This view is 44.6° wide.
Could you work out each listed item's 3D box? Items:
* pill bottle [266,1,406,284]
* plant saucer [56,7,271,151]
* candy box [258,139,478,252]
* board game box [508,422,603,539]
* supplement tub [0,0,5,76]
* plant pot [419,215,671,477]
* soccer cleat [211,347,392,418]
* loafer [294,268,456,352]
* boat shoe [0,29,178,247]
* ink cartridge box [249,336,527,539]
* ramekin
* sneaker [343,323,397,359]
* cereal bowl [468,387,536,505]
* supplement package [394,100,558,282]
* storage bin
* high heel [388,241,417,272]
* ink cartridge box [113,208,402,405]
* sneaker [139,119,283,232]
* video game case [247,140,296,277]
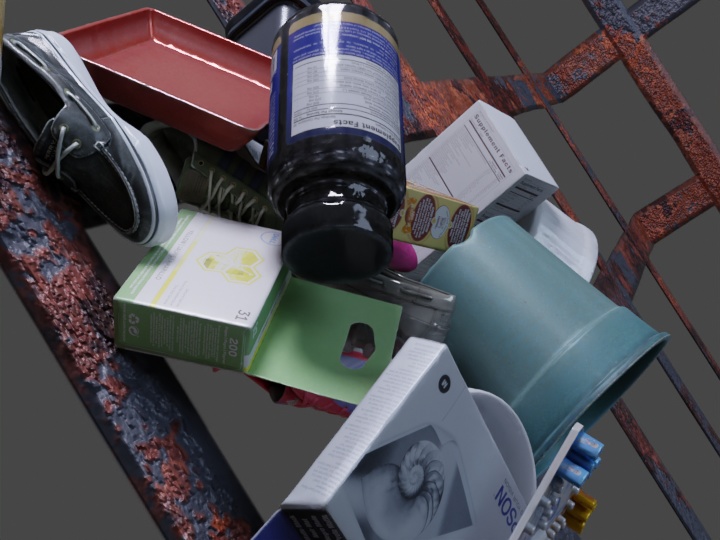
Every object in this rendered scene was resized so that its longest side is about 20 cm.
[{"bbox_3d":[-0.019,-0.099,0.691,0.111,0.110,0.204,29,50,-43],"label":"pill bottle"},{"bbox_3d":[-0.152,-0.173,0.792,0.196,0.037,0.200,22,27,5],"label":"plant saucer"},{"bbox_3d":[0.007,-0.070,0.857,0.197,0.057,0.115,12,11,-39],"label":"candy box"},{"bbox_3d":[0.129,0.236,0.675,0.026,0.202,0.201,27,-17,24],"label":"board game box"},{"bbox_3d":[-0.282,-0.158,0.510,0.143,0.143,0.203,28,36,-43],"label":"supplement tub"},{"bbox_3d":[0.159,0.067,0.853,0.196,0.201,0.199,46,21,22],"label":"plant pot"},{"bbox_3d":[-0.033,0.093,0.730,0.198,0.067,0.078,32,50,-16],"label":"soccer cleat"},{"bbox_3d":[0.000,0.000,0.788,0.198,0.071,0.070,34,14,20],"label":"loafer"},{"bbox_3d":[-0.216,-0.095,0.657,0.201,0.072,0.070,50,32,12],"label":"boat shoe"},{"bbox_3d":[0.031,0.188,0.608,0.200,0.040,0.202,-48,124,-28],"label":"ink cartridge box"},{"bbox_3d":[0.197,-0.002,1.122,0.097,0.200,0.202,36,30,-17],"label":"ramekin"},{"bbox_3d":[0.018,0.081,0.816,0.200,0.099,0.075,47,29,-15],"label":"sneaker"},{"bbox_3d":[0.055,0.193,0.715,0.197,0.082,0.206,-5,97,-41],"label":"cereal bowl"},{"bbox_3d":[0.119,-0.087,1.060,0.109,0.199,0.115,7,49,-57],"label":"supplement package"},{"bbox_3d":[-0.052,-0.199,0.986,0.199,0.144,0.137,35,43,-37],"label":"storage bin"},{"bbox_3d":[0.021,-0.082,0.962,0.200,0.095,0.068,46,27,-23],"label":"high heel"},{"bbox_3d":[-0.068,0.024,0.665,0.195,0.049,0.146,12,30,4],"label":"ink cartridge box"},{"bbox_3d":[-0.119,-0.067,0.757,0.089,0.068,0.201,-14,54,-47],"label":"sneaker"},{"bbox_3d":[-0.068,-0.039,0.891,0.198,0.023,0.185,29,37,-46],"label":"video game case"}]
